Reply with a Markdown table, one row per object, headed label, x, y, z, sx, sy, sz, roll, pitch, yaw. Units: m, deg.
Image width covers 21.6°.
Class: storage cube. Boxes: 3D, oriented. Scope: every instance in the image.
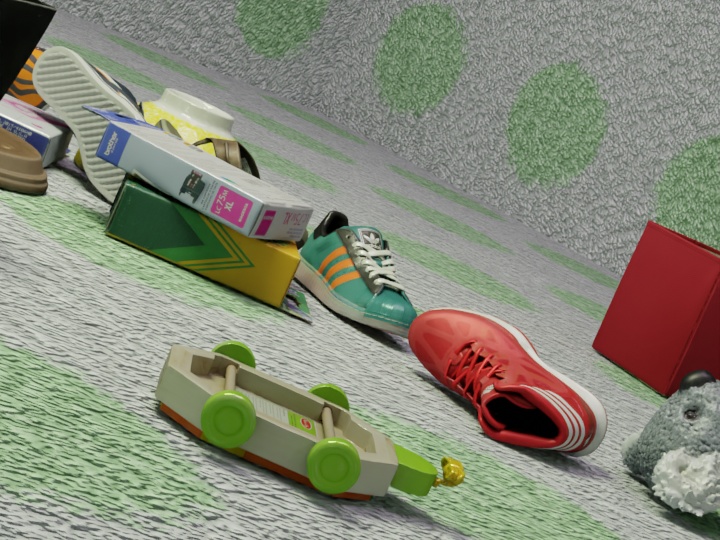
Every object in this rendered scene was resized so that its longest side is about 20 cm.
| label | x | y | z | sx | sy | sz | roll | pitch | yaw |
| --- | --- | --- | --- | --- | --- | --- | --- | --- | --- |
| storage cube | 0.427 | 0.067 | 2.359 | 0.170 | 0.181 | 0.200 | 20 | 8 | -31 |

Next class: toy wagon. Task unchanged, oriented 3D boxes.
| label | x | y | z | sx | sy | sz | roll | pitch | yaw |
| --- | --- | --- | --- | --- | --- | --- | --- | --- | --- |
| toy wagon | -0.031 | 0.101 | 1.169 | 0.199 | 0.040 | 0.155 | 25 | 8 | -7 |

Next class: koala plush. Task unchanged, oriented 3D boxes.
| label | x | y | z | sx | sy | sz | roll | pitch | yaw |
| --- | --- | --- | --- | --- | --- | --- | --- | --- | --- |
| koala plush | 0.324 | 0.144 | 1.596 | 0.198 | 0.185 | 0.177 | -18 | 11 | -6 |

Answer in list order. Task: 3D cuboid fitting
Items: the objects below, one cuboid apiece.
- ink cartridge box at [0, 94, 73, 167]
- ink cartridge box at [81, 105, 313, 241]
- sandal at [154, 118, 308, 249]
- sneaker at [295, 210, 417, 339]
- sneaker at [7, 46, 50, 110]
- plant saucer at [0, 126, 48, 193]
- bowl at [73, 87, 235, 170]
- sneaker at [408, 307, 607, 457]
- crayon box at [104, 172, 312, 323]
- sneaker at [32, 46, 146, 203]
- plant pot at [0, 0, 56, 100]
| label | x | y | z | sx | sy | sz | roll | pitch | yaw |
| --- | --- | --- | --- | --- | --- | --- | --- | --- | --- |
| ink cartridge box | -0.383 | -0.165 | 1.871 | 0.195 | 0.044 | 0.200 | 24 | 9 | -4 |
| ink cartridge box | -0.150 | -0.085 | 1.678 | 0.199 | 0.042 | 0.119 | 30 | 9 | 18 |
| sandal | -0.118 | -0.089 | 1.828 | 0.200 | 0.058 | 0.080 | 35 | -4 | 24 |
| sneaker | 0.000 | 0.000 | 1.803 | 0.071 | 0.080 | 0.200 | 19 | 9 | -36 |
| sneaker | -0.420 | -0.228 | 2.109 | 0.111 | 0.078 | 0.199 | 12 | 3 | -43 |
| plant saucer | -0.365 | -0.122 | 1.674 | 0.199 | 0.030 | 0.200 | 24 | 8 | -4 |
| bowl | -0.187 | -0.125 | 1.969 | 0.199 | 0.108 | 0.200 | 25 | 7 | -3 |
| sneaker | 0.108 | 0.086 | 1.583 | 0.199 | 0.079 | 0.115 | 27 | 6 | 27 |
| crayon box | -0.127 | -0.026 | 1.695 | 0.199 | 0.052 | 0.126 | 24 | 7 | -10 |
| sneaker | -0.240 | -0.135 | 1.843 | 0.201 | 0.078 | 0.079 | 55 | 12 | 25 |
| plant pot | -0.354 | -0.145 | 1.287 | 0.198 | 0.179 | 0.200 | 26 | 8 | 6 |
